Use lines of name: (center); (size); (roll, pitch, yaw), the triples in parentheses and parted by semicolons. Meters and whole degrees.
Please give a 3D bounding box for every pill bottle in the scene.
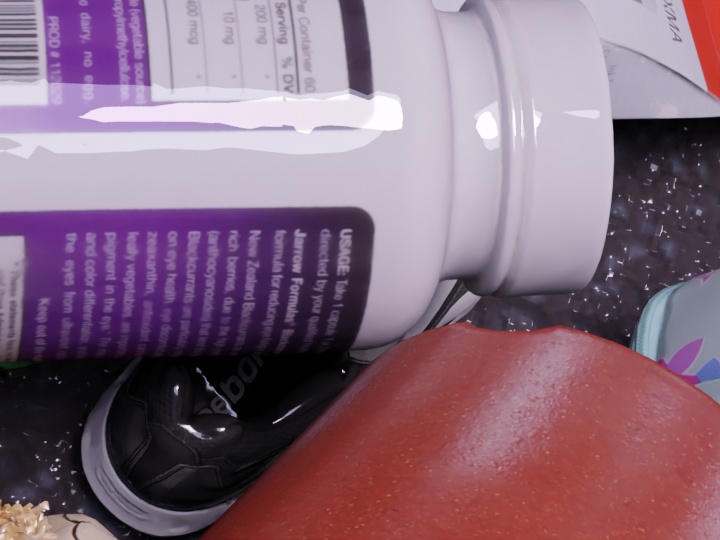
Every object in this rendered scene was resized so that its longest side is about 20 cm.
pill bottle: (-0.039, -0.033, 0.724); (0.199, 0.111, 0.112); (-1, 75, -11)

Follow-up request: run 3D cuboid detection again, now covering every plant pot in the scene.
plant pot: (0.016, 0.125, 0.657); (0.201, 0.201, 0.195); (39, 44, 0)

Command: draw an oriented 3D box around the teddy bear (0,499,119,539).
teddy bear: (-0.126, 0.057, 0.705); (0.200, 0.145, 0.067); (39, 67, -12)

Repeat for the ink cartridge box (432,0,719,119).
ink cartridge box: (0.079, -0.123, 0.874); (0.199, 0.047, 0.160); (-2, 54, -11)

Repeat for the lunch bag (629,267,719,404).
lunch bag: (0.164, 0.095, 0.828); (0.160, 0.077, 0.201); (2, 76, -41)

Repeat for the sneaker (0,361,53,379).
sneaker: (-0.166, -0.019, 0.776); (0.200, 0.078, 0.085); (20, 83, -29)

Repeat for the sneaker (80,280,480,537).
sneaker: (0.000, 0.000, 0.827); (0.066, 0.091, 0.200); (46, 70, 1)
